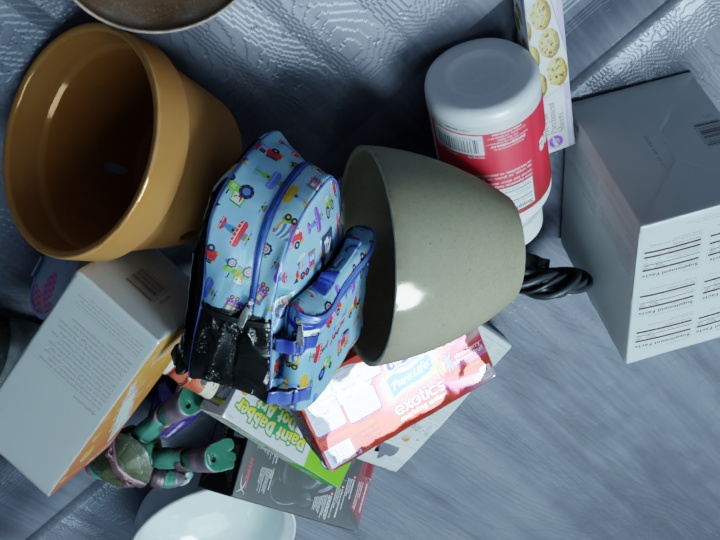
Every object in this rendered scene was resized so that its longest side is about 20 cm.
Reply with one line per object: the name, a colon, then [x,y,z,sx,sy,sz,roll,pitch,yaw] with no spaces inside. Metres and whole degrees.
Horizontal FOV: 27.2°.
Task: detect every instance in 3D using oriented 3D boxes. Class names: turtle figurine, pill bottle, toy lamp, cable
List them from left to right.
turtle figurine: [-0.228,0.183,1.559,0.198,0.101,0.150,-16,120,38]
toy lamp: [-0.170,0.101,1.592,0.058,0.058,0.201,15,123,-32]
pill bottle: [0.129,-0.116,1.454,0.111,0.113,0.201,-18,137,-3]
cable: [0.139,0.003,1.553,0.197,0.163,0.051,11,96,-14]

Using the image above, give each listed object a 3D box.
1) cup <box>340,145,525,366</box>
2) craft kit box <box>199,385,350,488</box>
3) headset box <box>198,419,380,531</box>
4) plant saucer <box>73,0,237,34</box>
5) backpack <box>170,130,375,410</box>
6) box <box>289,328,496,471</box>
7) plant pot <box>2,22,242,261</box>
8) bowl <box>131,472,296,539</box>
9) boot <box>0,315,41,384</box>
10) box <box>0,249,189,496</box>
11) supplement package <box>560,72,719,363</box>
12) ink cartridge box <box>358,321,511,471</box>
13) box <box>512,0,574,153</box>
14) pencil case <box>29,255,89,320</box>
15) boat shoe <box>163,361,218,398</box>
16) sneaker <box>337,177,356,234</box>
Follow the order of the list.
cup: [0.069,-0.016,1.380,0.141,0.201,0.202,-3,134,-16]
craft kit box: [-0.052,0.100,1.563,0.200,0.048,0.199,37,75,-42]
headset box: [-0.064,0.196,1.655,0.199,0.077,0.151,22,79,-37]
plant saucer: [-0.164,-0.293,1.203,0.198,0.037,0.203,-11,123,-17]
backpack: [-0.068,-0.009,1.288,0.133,0.183,0.202,18,123,14]
box: [0.022,0.098,1.487,0.199,0.095,0.101,-29,113,-10]
plant pot: [-0.196,-0.101,1.301,0.139,0.201,0.200,11,130,-50]
bowl: [-0.181,0.286,1.741,0.198,0.091,0.203,-11,136,-11]
boot: [-0.351,0.128,1.543,0.130,0.070,0.201,7,134,-33]
box: [-0.242,0.085,1.352,0.097,0.124,0.201,40,115,4]
supplement package: [0.307,-0.054,1.525,0.145,0.192,0.201,-14,137,-8]
ink cartridge box: [0.068,0.127,1.645,0.200,0.050,0.162,-46,155,6]
box: [0.178,-0.201,1.443,0.041,0.039,0.201,-18,136,-4]
pencil case: [-0.230,0.037,1.484,0.199,0.091,0.084,25,107,-38]
boat shoe: [-0.129,0.026,1.461,0.062,0.202,0.071,31,163,-17]
sneaker: [0.000,0.000,1.528,0.082,0.074,0.201,-50,130,-21]
